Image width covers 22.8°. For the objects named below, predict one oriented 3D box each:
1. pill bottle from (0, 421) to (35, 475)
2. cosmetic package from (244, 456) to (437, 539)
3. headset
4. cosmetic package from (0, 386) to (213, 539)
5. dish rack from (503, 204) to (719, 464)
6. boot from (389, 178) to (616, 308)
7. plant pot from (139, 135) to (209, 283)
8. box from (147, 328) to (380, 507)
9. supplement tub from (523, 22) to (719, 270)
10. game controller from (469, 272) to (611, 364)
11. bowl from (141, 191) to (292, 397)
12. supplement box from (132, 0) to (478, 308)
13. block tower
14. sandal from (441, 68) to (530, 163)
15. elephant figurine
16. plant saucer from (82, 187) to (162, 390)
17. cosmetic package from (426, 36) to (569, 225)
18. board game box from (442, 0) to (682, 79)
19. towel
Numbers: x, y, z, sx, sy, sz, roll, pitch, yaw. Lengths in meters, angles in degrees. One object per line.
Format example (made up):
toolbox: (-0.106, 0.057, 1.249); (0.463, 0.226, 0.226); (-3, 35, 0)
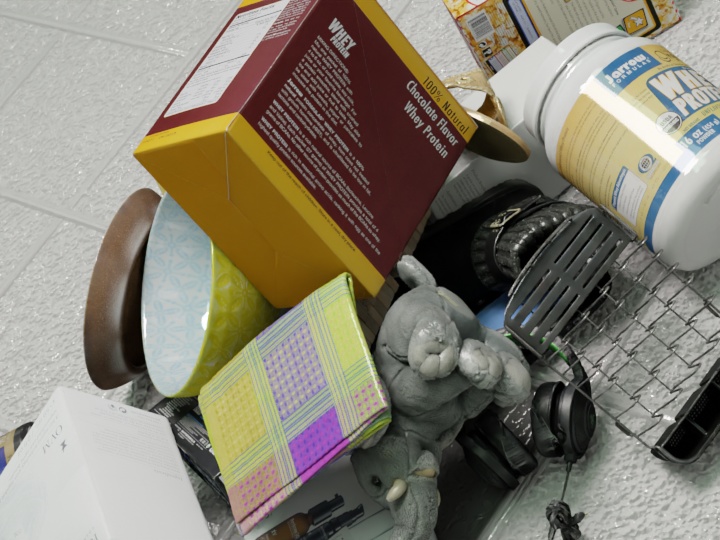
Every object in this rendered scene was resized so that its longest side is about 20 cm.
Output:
pill bottle: (-0.368, 0.234, 1.689); (0.199, 0.112, 0.112); (-27, 42, 8)
cosmetic package: (-0.024, 0.214, 1.531); (0.150, 0.052, 0.200); (-29, 41, 3)
headset: (0.137, 0.132, 1.468); (0.123, 0.094, 0.201); (-26, 59, 10)
cosmetic package: (-0.238, 0.247, 1.531); (0.200, 0.122, 0.200); (-55, 38, 20)
dish rack: (0.222, 0.046, 1.444); (0.200, 0.055, 0.154); (40, 72, 1)
boot: (0.110, 0.000, 1.568); (0.211, 0.080, 0.158); (-40, 25, -6)
plant pot: (-0.066, -0.102, 1.747); (0.193, 0.196, 0.200); (-18, 17, 19)
box: (-0.079, 0.110, 1.612); (0.198, 0.050, 0.200); (-38, 24, -13)
supplement tub: (0.251, -0.111, 1.550); (0.145, 0.145, 0.200); (-42, 58, -8)
game controller: (0.129, 0.050, 1.588); (0.200, 0.042, 0.104); (-39, 42, -5)
bowl: (-0.119, 0.019, 1.619); (0.200, 0.107, 0.202); (-175, 90, -66)
supplement box: (-0.042, -0.110, 1.500); (0.132, 0.197, 0.201); (-7, 43, 49)
block tower: (0.000, 0.000, 1.561); (0.054, 0.058, 0.201); (-14, 40, 40)
sandal: (0.086, -0.156, 1.621); (0.211, 0.078, 0.070); (16, 67, 48)
elephant figurine: (0.034, 0.123, 1.440); (0.200, 0.141, 0.155); (-54, 7, 17)
plant saucer: (-0.214, 0.021, 1.736); (0.032, 0.201, 0.201); (11, 56, 13)
cosmetic package: (0.137, -0.110, 1.683); (0.200, 0.108, 0.085); (-40, 41, -8)
board game box: (0.198, -0.255, 1.743); (0.199, 0.152, 0.046); (-31, 42, 3)
towel: (-0.057, 0.109, 1.445); (0.200, 0.023, 0.144); (-42, 52, 31)
